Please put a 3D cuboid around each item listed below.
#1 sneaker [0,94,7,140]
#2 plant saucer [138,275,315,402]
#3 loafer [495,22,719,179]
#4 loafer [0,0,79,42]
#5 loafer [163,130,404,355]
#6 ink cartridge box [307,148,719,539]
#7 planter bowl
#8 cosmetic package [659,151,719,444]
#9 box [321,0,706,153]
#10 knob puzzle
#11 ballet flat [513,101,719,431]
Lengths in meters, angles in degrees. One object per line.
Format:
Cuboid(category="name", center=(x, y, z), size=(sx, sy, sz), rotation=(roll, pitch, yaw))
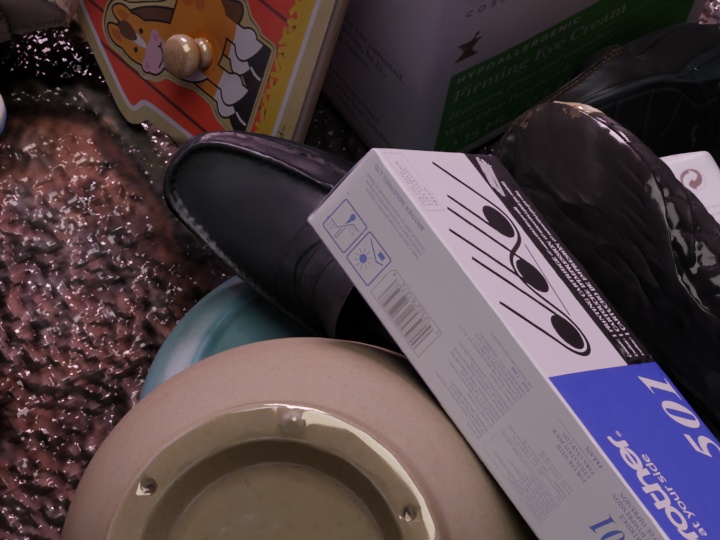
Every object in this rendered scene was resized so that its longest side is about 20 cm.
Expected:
Cuboid(category="sneaker", center=(-0.262, -0.077, 0.893), size=(0.199, 0.073, 0.072), rotation=(3, 56, -6))
Cuboid(category="plant saucer", center=(0.002, 0.068, 0.856), size=(0.199, 0.027, 0.201), rotation=(3, 59, -5))
Cuboid(category="loafer", center=(0.125, -0.072, 0.921), size=(0.072, 0.073, 0.200), rotation=(28, 33, 37))
Cuboid(category="loafer", center=(-0.231, -0.124, 0.930), size=(0.199, 0.072, 0.063), rotation=(5, 66, 7))
Cuboid(category="loafer", center=(0.000, 0.000, 0.833), size=(0.200, 0.068, 0.070), rotation=(31, 16, 11))
Cuboid(category="ink cartridge box", center=(0.072, 0.042, 0.737), size=(0.094, 0.044, 0.200), rotation=(-2, 51, -57))
Cuboid(category="planter bowl", center=(-0.025, 0.116, 0.720), size=(0.199, 0.135, 0.201), rotation=(-1, 80, 5))
Cuboid(category="cosmetic package", center=(0.148, 0.061, 0.834), size=(0.074, 0.102, 0.200), rotation=(-14, 59, -13))
Cuboid(category="box", center=(0.051, -0.193, 0.938), size=(0.199, 0.172, 0.200), rotation=(-30, 65, -22))
Cuboid(category="knob puzzle", center=(-0.086, -0.151, 0.888), size=(0.030, 0.220, 0.220), rotation=(-16, 57, -44))
Cuboid(category="ballet flat", center=(0.131, 0.009, 0.784), size=(0.200, 0.067, 0.057), rotation=(50, 29, 22))
